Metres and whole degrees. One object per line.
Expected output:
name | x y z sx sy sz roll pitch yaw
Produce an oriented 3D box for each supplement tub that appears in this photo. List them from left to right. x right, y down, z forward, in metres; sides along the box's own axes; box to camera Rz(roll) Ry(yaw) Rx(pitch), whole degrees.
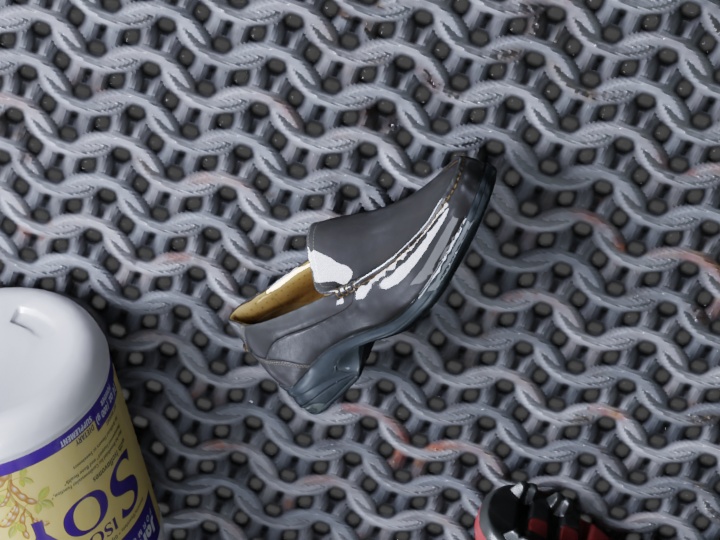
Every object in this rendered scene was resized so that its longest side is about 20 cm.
supplement tub | -0.194 0.126 1.719 0.145 0.146 0.200 -3 128 15

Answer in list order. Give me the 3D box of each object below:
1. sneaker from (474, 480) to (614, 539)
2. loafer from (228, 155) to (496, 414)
sneaker | 0.147 0.201 1.754 0.200 0.071 0.098 25 129 -5
loafer | 0.000 0.000 1.624 0.072 0.073 0.200 35 126 -10
